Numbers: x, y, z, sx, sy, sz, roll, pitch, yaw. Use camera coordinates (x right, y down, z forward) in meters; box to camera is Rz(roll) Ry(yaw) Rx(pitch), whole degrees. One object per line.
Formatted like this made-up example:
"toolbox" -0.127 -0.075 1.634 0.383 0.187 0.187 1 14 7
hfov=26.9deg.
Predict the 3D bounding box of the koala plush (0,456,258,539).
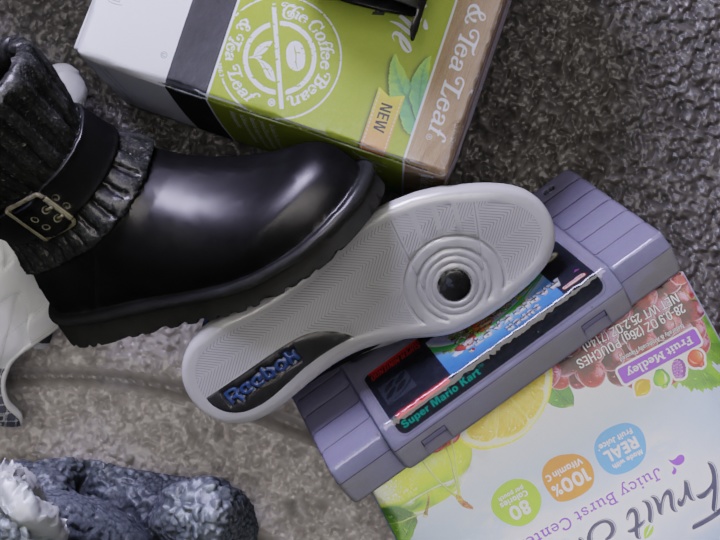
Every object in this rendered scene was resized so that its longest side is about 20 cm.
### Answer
"koala plush" -0.163 0.173 0.739 0.183 0.200 0.178 17 88 3

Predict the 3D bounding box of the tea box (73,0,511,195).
"tea box" -0.017 -0.163 0.788 0.196 0.134 0.201 17 87 2

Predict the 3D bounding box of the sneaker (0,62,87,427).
"sneaker" -0.186 -0.015 0.823 0.080 0.076 0.201 23 91 -9

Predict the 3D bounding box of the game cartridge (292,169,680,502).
"game cartridge" 0.056 0.028 0.779 0.200 0.130 0.038 -36 109 -1

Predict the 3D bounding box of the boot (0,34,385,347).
"boot" -0.110 -0.052 0.721 0.210 0.080 0.158 -19 121 24

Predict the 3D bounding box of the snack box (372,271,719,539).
"snack box" 0.120 0.121 0.801 0.199 0.068 0.169 -27 86 2

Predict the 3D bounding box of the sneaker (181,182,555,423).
"sneaker" 0.000 0.000 0.779 0.199 0.112 0.073 -25 104 6

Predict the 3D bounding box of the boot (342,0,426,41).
"boot" -0.038 -0.203 0.691 0.199 0.077 0.139 19 90 4
